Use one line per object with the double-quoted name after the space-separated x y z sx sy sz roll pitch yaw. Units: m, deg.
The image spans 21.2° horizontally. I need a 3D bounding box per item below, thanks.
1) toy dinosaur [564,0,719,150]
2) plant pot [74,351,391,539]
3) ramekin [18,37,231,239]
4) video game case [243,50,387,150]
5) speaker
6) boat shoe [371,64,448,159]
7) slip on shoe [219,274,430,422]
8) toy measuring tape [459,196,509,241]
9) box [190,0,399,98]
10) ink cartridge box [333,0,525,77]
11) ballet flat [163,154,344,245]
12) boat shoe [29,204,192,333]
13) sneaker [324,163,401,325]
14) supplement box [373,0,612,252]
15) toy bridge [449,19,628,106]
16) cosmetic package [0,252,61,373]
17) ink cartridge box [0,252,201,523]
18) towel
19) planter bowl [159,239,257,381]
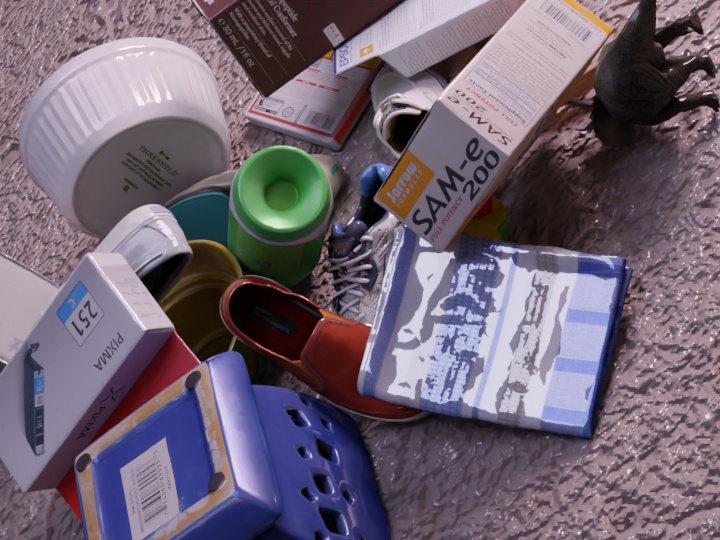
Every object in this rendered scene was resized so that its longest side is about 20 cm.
0.220 -0.150 1.497 0.102 0.200 0.077 -22 71 -2 "toy dinosaur"
-0.107 0.197 1.491 0.200 0.180 0.201 -35 42 16 "plant pot"
-0.215 -0.114 1.825 0.202 0.202 0.094 -40 52 12 "ramekin"
-0.016 -0.214 1.847 0.143 0.017 0.201 21 76 49 "video game case"
-0.070 -0.042 1.632 0.089 0.088 0.200 -62 -2 -14 "speaker"
0.047 -0.127 1.673 0.071 0.070 0.200 -54 39 21 "boat shoe"
-0.027 0.063 1.547 0.199 0.061 0.074 28 89 8 "slip on shoe"
0.117 -0.023 1.555 0.199 0.074 0.074 22 76 32 "toy measuring tape"
-0.039 -0.256 1.714 0.200 0.100 0.075 -37 34 1 "box"
0.069 -0.259 1.744 0.199 0.043 0.197 -25 35 19 "ink cartridge box"
-0.098 -0.069 1.786 0.199 0.069 0.070 -11 54 35 "ballet flat"
-0.218 0.036 1.668 0.201 0.070 0.072 -51 57 18 "boat shoe"
0.000 0.000 1.616 0.077 0.085 0.201 -4 60 41 "sneaker"
0.106 -0.122 1.512 0.200 0.073 0.126 -49 -5 -42 "supplement box"
0.153 -0.169 1.649 0.199 0.027 0.068 -4 59 42 "toy bridge"
-0.337 0.048 1.799 0.088 0.103 0.200 -61 3 -13 "cosmetic package"
-0.219 0.116 1.610 0.176 0.045 0.200 50 117 23 "ink cartridge box"
0.100 0.043 1.482 0.199 0.024 0.148 9 75 25 "towel"
-0.151 0.081 1.693 0.200 0.083 0.201 -26 45 29 "planter bowl"
